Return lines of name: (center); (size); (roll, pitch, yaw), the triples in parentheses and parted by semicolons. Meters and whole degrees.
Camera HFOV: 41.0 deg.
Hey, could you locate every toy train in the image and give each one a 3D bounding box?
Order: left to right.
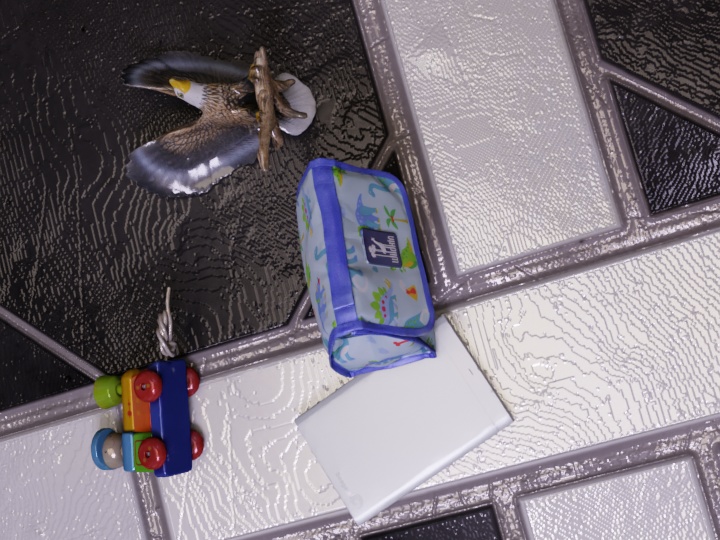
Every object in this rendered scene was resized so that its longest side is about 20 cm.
toy train: (-0.247, 0.125, 1.068); (0.114, 0.084, 0.203); (-7, 85, 26)

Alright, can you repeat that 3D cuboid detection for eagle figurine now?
eagle figurine: (-0.164, -0.177, 1.055); (0.198, 0.151, 0.152); (-8, 39, 41)

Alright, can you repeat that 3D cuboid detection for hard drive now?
hard drive: (0.045, 0.159, 1.022); (0.199, 0.026, 0.133); (-35, 80, 8)

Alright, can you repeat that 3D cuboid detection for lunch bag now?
lunch bag: (0.000, 0.000, 0.940); (0.126, 0.200, 0.172); (-16, 71, 12)
